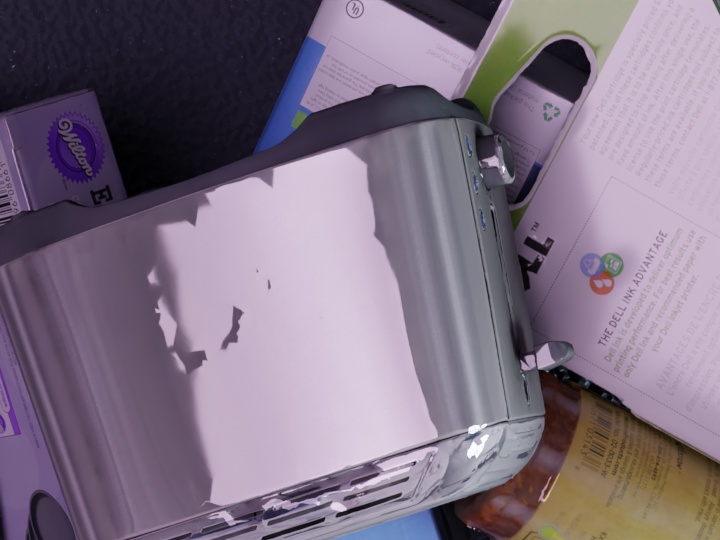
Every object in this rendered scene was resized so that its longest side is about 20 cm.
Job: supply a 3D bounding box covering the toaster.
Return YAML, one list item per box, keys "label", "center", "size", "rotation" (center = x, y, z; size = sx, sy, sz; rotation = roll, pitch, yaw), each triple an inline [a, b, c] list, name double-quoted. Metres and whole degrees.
- label: "toaster"
  center: [-0.033, 0.027, 0.946]
  size: [0.199, 0.114, 0.130]
  rotation: [-18, 84, 13]

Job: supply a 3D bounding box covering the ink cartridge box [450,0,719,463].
- label: "ink cartridge box"
  center: [0.128, -0.024, 1.005]
  size: [0.199, 0.076, 0.148]
  rotation: [30, 107, 5]

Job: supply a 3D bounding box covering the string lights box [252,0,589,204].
- label: "string lights box"
  center: [0.000, 0.000, 1.068]
  size: [0.102, 0.059, 0.201]
  rotation: [30, 108, 11]

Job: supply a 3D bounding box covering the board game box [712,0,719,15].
- label: "board game box"
  center: [0.185, -0.149, 0.867]
  size: [0.199, 0.040, 0.154]
  rotation: [-28, 81, 24]

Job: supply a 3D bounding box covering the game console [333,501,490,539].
- label: "game console"
  center: [0.014, 0.173, 1.012]
  size: [0.199, 0.116, 0.177]
  rotation: [-28, 120, -20]

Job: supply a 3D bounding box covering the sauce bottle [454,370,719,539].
- label: "sauce bottle"
  center: [0.130, 0.104, 1.017]
  size: [0.199, 0.066, 0.066]
  rotation: [28, 108, -10]

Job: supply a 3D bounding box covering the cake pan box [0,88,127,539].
- label: "cake pan box"
  center: [-0.144, 0.039, 1.088]
  size: [0.184, 0.052, 0.201]
  rotation: [-14, 96, 45]
